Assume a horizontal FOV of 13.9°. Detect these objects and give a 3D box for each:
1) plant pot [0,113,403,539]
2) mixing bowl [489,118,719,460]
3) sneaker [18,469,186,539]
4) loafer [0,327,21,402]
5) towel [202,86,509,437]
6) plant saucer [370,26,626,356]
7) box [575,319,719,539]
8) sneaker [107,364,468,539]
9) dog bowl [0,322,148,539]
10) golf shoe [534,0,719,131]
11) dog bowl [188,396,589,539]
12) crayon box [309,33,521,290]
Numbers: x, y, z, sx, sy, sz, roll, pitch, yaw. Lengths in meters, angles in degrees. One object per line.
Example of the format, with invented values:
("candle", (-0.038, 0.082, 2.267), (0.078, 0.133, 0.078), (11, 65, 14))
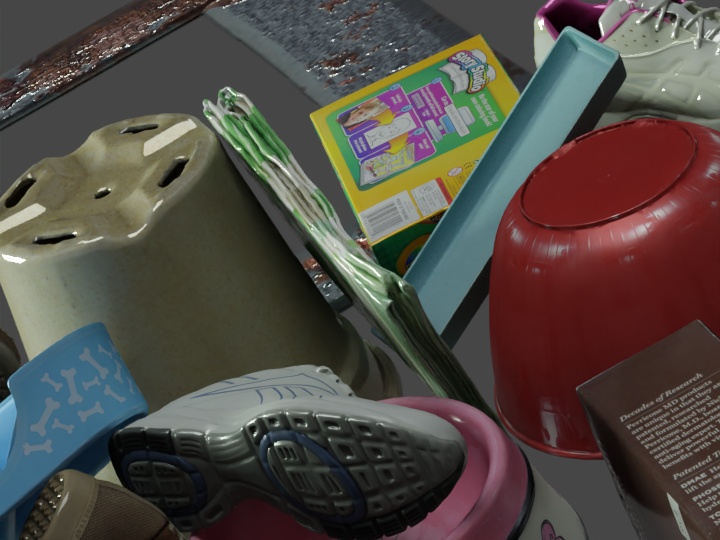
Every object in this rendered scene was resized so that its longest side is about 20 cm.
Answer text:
("plant pot", (-0.102, 0.025, 1.567), (0.200, 0.184, 0.201), (-19, 28, 11))
("mixing bowl", (0.144, -0.007, 1.504), (0.199, 0.109, 0.200), (-19, 29, 11))
("sneaker", (-0.149, 0.196, 1.391), (0.201, 0.075, 0.070), (-63, 17, 9))
("loafer", (-0.284, 0.055, 1.782), (0.199, 0.073, 0.071), (-8, 33, 30))
("towel", (0.000, 0.000, 1.508), (0.023, 0.153, 0.200), (-39, 45, -4))
("plant saucer", (0.077, -0.038, 1.592), (0.200, 0.019, 0.070), (-58, 28, 4))
("box", (0.173, 0.112, 1.281), (0.075, 0.100, 0.200), (-27, 27, -5))
("sneaker", (-0.028, 0.075, 1.388), (0.199, 0.075, 0.087), (1, 32, 40))
("dog bowl", (-0.184, 0.108, 1.432), (0.200, 0.050, 0.112), (-41, -8, -16))
("golf shoe", (0.186, -0.124, 1.692), (0.199, 0.092, 0.075), (-5, 32, 31))
("dog bowl", (0.005, 0.137, 1.404), (0.199, 0.074, 0.200), (-20, 28, 11))
("crayon box", (0.050, -0.058, 1.720), (0.118, 0.058, 0.200), (-25, 28, 0))
